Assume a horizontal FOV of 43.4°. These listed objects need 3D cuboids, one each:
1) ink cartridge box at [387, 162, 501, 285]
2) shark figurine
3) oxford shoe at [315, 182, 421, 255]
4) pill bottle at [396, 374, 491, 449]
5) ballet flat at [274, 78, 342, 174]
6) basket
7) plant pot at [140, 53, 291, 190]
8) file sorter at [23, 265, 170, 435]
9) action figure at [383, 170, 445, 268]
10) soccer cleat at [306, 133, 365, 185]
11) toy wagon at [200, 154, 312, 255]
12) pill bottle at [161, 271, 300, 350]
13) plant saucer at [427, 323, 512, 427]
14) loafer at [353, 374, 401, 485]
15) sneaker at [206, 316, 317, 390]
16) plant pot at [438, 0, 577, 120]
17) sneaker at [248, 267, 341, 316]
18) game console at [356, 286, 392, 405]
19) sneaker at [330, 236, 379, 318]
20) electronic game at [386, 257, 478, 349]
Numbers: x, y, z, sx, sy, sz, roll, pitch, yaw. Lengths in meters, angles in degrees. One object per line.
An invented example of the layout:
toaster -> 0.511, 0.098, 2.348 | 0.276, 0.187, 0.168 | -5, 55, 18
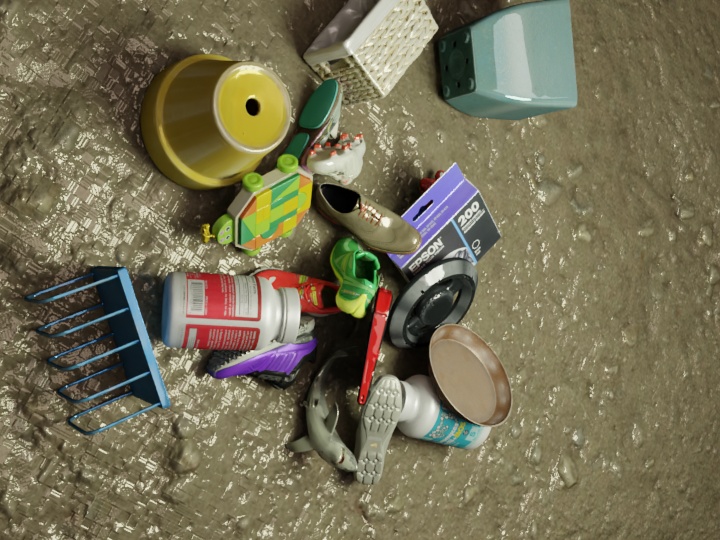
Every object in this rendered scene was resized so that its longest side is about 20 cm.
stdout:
ink cartridge box -> 0.146, -0.056, 1.606 | 0.198, 0.043, 0.200 | -45, 136, -6
shark figurine -> -0.054, 0.237, 1.531 | 0.089, 0.126, 0.218 | 31, 52, -56
oxford shoe -> 0.010, -0.085, 1.504 | 0.198, 0.075, 0.071 | 24, 80, 6
pill bottle -> 0.135, 0.252, 1.628 | 0.198, 0.110, 0.113 | 19, 79, -33
ballet flat -> -0.077, -0.221, 1.515 | 0.071, 0.069, 0.202 | 40, 71, -47
basket -> 0.023, -0.392, 1.539 | 0.124, 0.135, 0.201 | 48, 65, -27
plant pot -> -0.201, -0.228, 1.346 | 0.198, 0.188, 0.204 | 0, 89, -36
file sorter -> -0.369, 0.110, 1.258 | 0.122, 0.138, 0.203 | -22, 102, -29
action figure -> 0.128, -0.095, 1.633 | 0.065, 0.098, 0.202 | 50, 59, -49
soccer cleat -> -0.033, -0.175, 1.490 | 0.200, 0.068, 0.079 | -43, 135, -66
toy wagon -> -0.159, -0.088, 1.409 | 0.199, 0.039, 0.156 | -33, 150, -31
pill bottle -> -0.196, 0.063, 1.364 | 0.197, 0.112, 0.114 | 4, 87, -18
plant saucer -> 0.189, 0.192, 1.615 | 0.199, 0.034, 0.202 | 27, 43, -28
loafer -> 0.024, 0.266, 1.547 | 0.069, 0.070, 0.203 | 13, 106, -10
sneaker -> -0.148, 0.152, 1.454 | 0.198, 0.069, 0.101 | -21, 110, -31
plant pot -> 0.257, -0.386, 1.678 | 0.197, 0.196, 0.199 | -7, 94, -26
sneaker -> -0.098, 0.035, 1.479 | 0.198, 0.084, 0.078 | 4, 86, -36
game console -> 0.020, 0.120, 1.501 | 0.031, 0.200, 0.180 | 15, 92, 2
sneaker -> 0.000, 0.000, 1.485 | 0.073, 0.201, 0.084 | 29, 114, -22
electronic game -> 0.130, 0.060, 1.612 | 0.198, 0.042, 0.202 | -25, 140, -23
